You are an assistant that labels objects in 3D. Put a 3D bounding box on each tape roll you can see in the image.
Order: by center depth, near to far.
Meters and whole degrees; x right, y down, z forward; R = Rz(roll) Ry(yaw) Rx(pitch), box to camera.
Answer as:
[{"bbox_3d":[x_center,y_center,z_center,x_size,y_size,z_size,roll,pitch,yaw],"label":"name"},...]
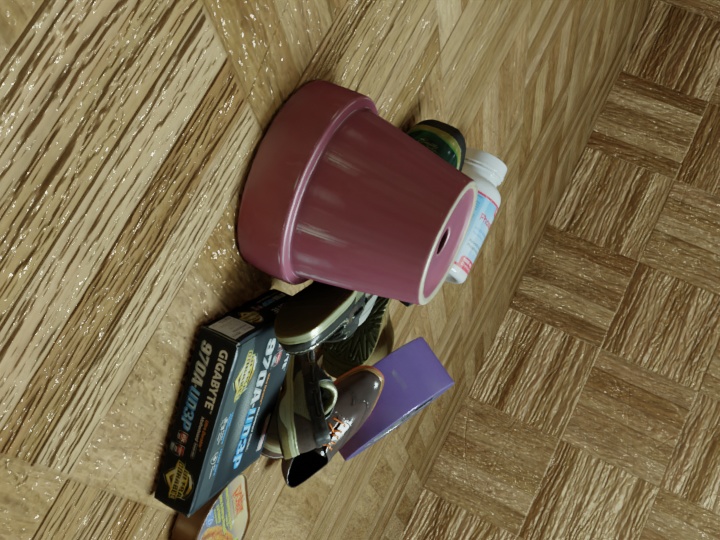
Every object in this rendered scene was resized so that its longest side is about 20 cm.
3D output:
[{"bbox_3d":[0.036,0.190,1.387,0.199,0.085,0.200,-34,168,-8],"label":"tape roll"}]

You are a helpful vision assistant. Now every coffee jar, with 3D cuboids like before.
[{"bbox_3d":[0.065,-0.113,1.199,0.200,0.085,0.105,-49,158,-48],"label":"coffee jar"}]

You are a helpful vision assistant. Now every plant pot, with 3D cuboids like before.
[{"bbox_3d":[0.007,-0.060,0.908,0.201,0.178,0.200,-58,164,-28],"label":"plant pot"}]

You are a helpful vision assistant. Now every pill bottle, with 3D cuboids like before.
[{"bbox_3d":[0.156,-0.089,1.498,0.201,0.108,0.109,-64,165,-8],"label":"pill bottle"}]

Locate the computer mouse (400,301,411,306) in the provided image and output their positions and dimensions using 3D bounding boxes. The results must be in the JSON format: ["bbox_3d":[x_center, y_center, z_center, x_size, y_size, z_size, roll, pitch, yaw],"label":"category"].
[{"bbox_3d":[0.065,-0.042,1.319,0.139,0.052,0.201,110,-7,-55],"label":"computer mouse"}]

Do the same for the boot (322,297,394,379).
[{"bbox_3d":[0.006,0.116,1.383,0.176,0.066,0.200,-58,164,-24],"label":"boot"}]

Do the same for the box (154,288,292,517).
[{"bbox_3d":[-0.132,0.132,0.971,0.159,0.046,0.201,-30,140,-66],"label":"box"}]

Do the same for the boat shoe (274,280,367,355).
[{"bbox_3d":[-0.030,0.043,0.976,0.201,0.071,0.066,-56,137,-62],"label":"boat shoe"}]

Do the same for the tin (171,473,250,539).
[{"bbox_3d":[-0.174,0.303,1.105,0.112,0.042,0.201,-50,158,-35],"label":"tin"}]

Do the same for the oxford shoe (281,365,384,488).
[{"bbox_3d":[-0.035,0.214,1.259,0.200,0.071,0.073,-53,-167,18],"label":"oxford shoe"}]

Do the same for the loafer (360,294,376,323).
[{"bbox_3d":[0.000,0.000,1.183,0.200,0.069,0.070,-63,174,-47],"label":"loafer"}]

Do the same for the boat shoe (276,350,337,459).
[{"bbox_3d":[-0.058,0.149,1.092,0.200,0.064,0.074,-90,177,-62],"label":"boat shoe"}]

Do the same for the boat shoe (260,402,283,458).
[{"bbox_3d":[-0.094,0.204,1.163,0.072,0.072,0.200,-62,176,10],"label":"boat shoe"}]
